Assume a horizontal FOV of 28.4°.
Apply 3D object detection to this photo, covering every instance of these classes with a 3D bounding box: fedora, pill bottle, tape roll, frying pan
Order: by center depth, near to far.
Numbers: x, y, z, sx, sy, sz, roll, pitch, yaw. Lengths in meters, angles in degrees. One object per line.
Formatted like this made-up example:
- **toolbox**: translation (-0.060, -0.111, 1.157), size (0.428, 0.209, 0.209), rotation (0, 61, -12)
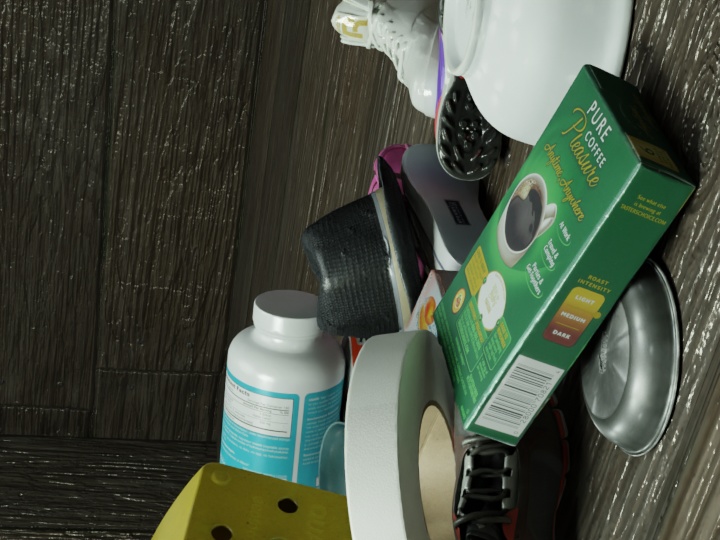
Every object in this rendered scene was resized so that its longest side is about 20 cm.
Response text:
- **frying pan**: translation (0.149, 0.032, 0.864), size (0.191, 0.030, 0.116), rotation (-112, 28, -61)
- **tape roll**: translation (0.037, 0.141, 0.925), size (0.203, 0.037, 0.206), rotation (-7, -90, -74)
- **fedora**: translation (0.000, 0.000, 1.216), size (0.201, 0.090, 0.204), rotation (169, 90, -88)
- **pill bottle**: translation (-0.071, 0.124, 1.311), size (0.111, 0.109, 0.203), rotation (-112, 27, -67)

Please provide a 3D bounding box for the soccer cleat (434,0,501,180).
- **soccer cleat**: translation (0.091, -0.177, 1.150), size (0.073, 0.067, 0.203), rotation (-97, 11, -77)

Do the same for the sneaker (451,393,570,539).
- **sneaker**: translation (0.094, 0.148, 0.926), size (0.082, 0.076, 0.203), rotation (-2, -96, -67)

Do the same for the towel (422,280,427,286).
- **towel**: translation (0.058, 0.135, 1.328), size (0.191, 0.032, 0.203), rotation (114, 156, -62)

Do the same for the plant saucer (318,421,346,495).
- **plant saucer**: translation (0.012, 0.219, 1.142), size (0.200, 0.027, 0.203), rotation (170, 90, -70)

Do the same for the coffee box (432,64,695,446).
- **coffee box**: translation (0.115, -0.008, 0.850), size (0.201, 0.044, 0.124), rotation (-61, 22, 26)

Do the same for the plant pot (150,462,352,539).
- **plant pot**: translation (-0.077, 0.259, 1.024), size (0.201, 0.197, 0.178), rotation (-80, 6, -55)

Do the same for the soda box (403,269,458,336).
- **soda box**: translation (0.062, 0.093, 1.136), size (0.064, 0.067, 0.201), rotation (-105, 27, -43)

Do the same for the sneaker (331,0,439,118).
- **sneaker**: translation (0.028, -0.200, 1.262), size (0.201, 0.114, 0.074), rotation (-82, -4, -54)

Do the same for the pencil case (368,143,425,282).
- **pencil case**: translation (0.033, -0.031, 1.381), size (0.201, 0.090, 0.094), rotation (107, -177, -46)

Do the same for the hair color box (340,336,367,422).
- **hair color box**: translation (0.016, 0.156, 1.302), size (0.111, 0.063, 0.202), rotation (107, 160, -56)

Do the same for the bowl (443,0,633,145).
- **bowl**: translation (0.109, -0.177, 0.966), size (0.201, 0.089, 0.204), rotation (-177, 90, -81)

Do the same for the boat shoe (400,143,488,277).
- **boat shoe**: translation (0.069, -0.035, 1.199), size (0.201, 0.073, 0.066), rotation (-99, 20, -54)
